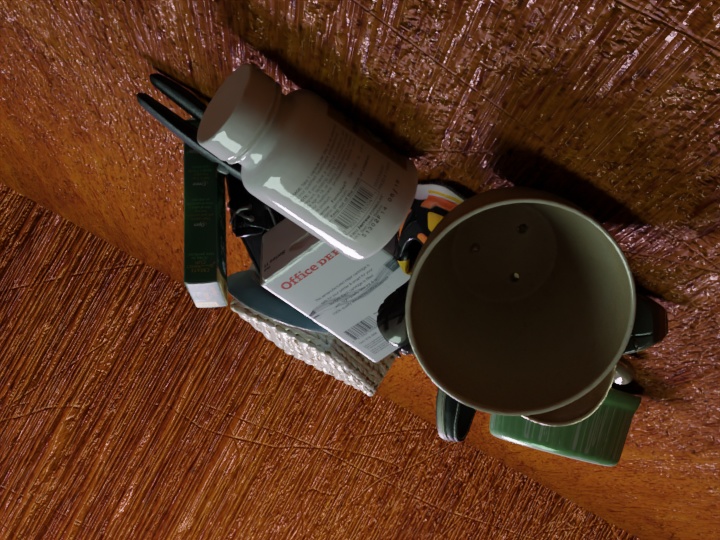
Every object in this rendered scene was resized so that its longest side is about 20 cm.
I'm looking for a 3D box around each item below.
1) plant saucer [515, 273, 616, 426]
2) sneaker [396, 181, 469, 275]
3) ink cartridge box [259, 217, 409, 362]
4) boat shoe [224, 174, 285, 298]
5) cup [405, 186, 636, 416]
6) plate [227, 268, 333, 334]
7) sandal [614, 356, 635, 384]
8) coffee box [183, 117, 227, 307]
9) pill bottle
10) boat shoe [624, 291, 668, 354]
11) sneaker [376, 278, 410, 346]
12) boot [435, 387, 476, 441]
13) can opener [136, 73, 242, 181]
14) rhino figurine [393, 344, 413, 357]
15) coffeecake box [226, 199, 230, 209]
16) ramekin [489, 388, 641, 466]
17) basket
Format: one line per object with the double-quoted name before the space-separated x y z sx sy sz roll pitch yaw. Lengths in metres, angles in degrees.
"plant saucer" 0.188 0.055 1.486 0.035 0.203 0.199 -18 -152 -41
"sneaker" 0.056 -0.038 1.523 0.069 0.091 0.200 31 170 -17
"ink cartridge box" 0.000 0.000 1.706 0.146 0.084 0.199 -33 130 28
"boat shoe" -0.123 -0.063 1.746 0.071 0.068 0.202 -4 115 44
"cup" 0.136 0.007 1.314 0.199 0.201 0.144 30 -161 -12
"plate" -0.071 0.030 1.835 0.197 0.026 0.200 15 -164 -4
"sandal" 0.233 0.120 1.778 0.198 0.055 0.080 9 162 28
"coffee box" -0.185 -0.066 1.760 0.043 0.203 0.123 -2 164 -1
"pill bottle" -0.051 -0.106 1.407 0.199 0.115 0.114 33 170 -23
"boat shoe" 0.234 0.041 1.520 0.073 0.077 0.198 -8 -170 -44
"sneaker" 0.083 0.029 1.549 0.075 0.200 0.080 -24 107 36
"boot" 0.179 0.124 1.730 0.152 0.206 0.073 19 -169 24
"can opener" -0.166 -0.151 1.669 0.198 0.064 0.079 30 171 -6
"rhino figurine" 0.088 0.074 1.895 0.086 0.061 0.200 19 -157 18
"coffeecake box" -0.061 -0.047 1.886 0.152 0.074 0.200 26 170 24
"ramekin" 0.264 0.191 1.948 0.197 0.099 0.200 14 177 1
"basket" -0.044 0.047 2.075 0.197 0.162 0.200 24 168 30
